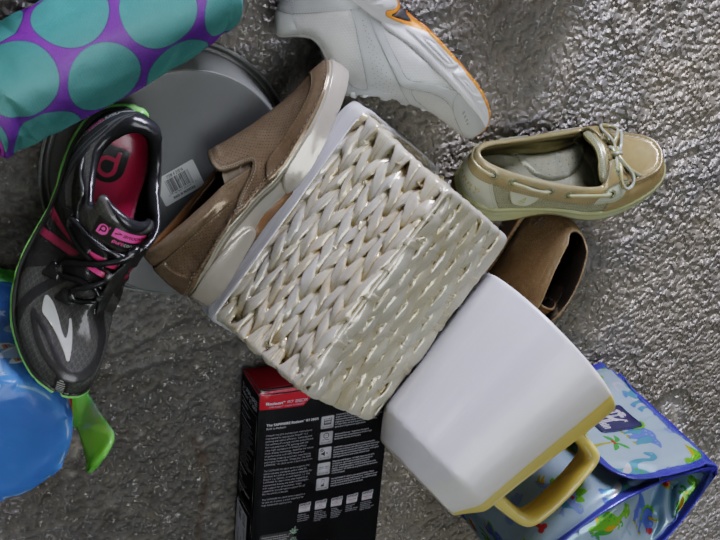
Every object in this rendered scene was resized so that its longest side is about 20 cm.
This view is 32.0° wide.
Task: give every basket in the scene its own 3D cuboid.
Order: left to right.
[{"bbox_3d":[0.000,0.000,0.960,0.201,0.123,0.135,-52,147,5],"label":"basket"}]

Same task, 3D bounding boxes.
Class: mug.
[{"bbox_3d":[0.109,0.122,0.991,0.153,0.149,0.187,-44,89,-6],"label":"mug"}]

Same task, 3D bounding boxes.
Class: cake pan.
[{"bbox_3d":[-0.137,-0.069,0.933,0.197,0.037,0.203,-11,118,-21],"label":"cake pan"}]

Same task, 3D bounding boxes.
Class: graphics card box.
[{"bbox_3d":[-0.043,0.174,1.089,0.124,0.051,0.203,-7,115,-24],"label":"graphics card box"}]

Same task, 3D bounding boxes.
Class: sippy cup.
[{"bbox_3d":[-0.261,0.087,0.887,0.175,0.131,0.142,-4,118,-22],"label":"sippy cup"}]

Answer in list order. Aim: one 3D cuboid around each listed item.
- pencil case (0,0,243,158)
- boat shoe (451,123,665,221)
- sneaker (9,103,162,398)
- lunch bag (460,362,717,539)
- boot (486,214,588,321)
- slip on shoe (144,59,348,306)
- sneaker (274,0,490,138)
[{"bbox_3d":[-0.177,-0.160,0.841,0.198,0.093,0.085,-32,157,-12],"label":"pencil case"},{"bbox_3d":[0.174,-0.088,1.049,0.197,0.074,0.063,-4,154,-18],"label":"boat shoe"},{"bbox_3d":[-0.179,-0.017,0.832,0.076,0.083,0.203,14,84,-27],"label":"sneaker"},{"bbox_3d":[0.196,0.186,1.138,0.198,0.170,0.128,-32,130,-10],"label":"lunch bag"},{"bbox_3d":[0.130,0.039,1.095,0.073,0.075,0.202,15,108,-34],"label":"boot"},{"bbox_3d":[-0.081,-0.071,0.899,0.060,0.076,0.201,32,102,-16],"label":"slip on shoe"},{"bbox_3d":[0.014,-0.157,0.953,0.092,0.076,0.199,-45,117,9],"label":"sneaker"}]
